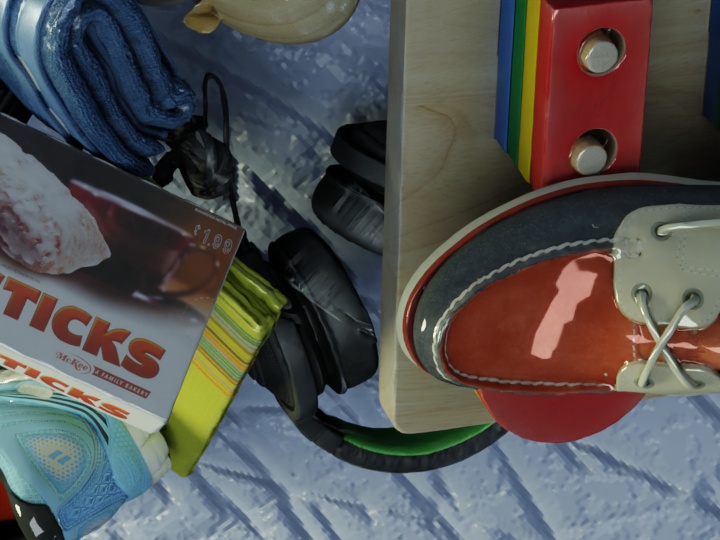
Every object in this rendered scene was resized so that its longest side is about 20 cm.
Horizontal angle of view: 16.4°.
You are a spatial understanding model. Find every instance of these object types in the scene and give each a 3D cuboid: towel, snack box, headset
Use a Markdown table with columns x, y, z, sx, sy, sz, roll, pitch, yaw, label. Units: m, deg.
| x | y | z | sx | sy | sz | roll | pitch | yaw | label |
| --- | --- | --- | --- | --- | --- | --- | --- | --- | --- |
| -0.138 | -0.119 | 0.827 | 0.048 | 0.200 | 0.112 | -40 | 152 | -7 | towel |
| -0.140 | -0.022 | 0.796 | 0.199 | 0.072 | 0.024 | 25 | 160 | -10 | snack box |
| 0.000 | 0.000 | 0.913 | 0.200 | 0.094 | 0.124 | 39 | 94 | -29 | headset |
| -0.077 | 0.020 | 0.927 | 0.086 | 0.018 | 0.200 | 45 | 158 | 5 | towel |

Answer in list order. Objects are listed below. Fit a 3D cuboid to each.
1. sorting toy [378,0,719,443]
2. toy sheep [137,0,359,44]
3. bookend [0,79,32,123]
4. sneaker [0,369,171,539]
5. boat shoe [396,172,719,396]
| x | y | z | sx | sy | sz | roll | pitch | yaw | label |
| --- | --- | --- | --- | --- | --- | --- | --- | --- | --- |
| 0.113 | -0.030 | 0.863 | 0.199 | 0.070 | 0.200 | -8 | 121 | -15 | sorting toy |
| -0.058 | -0.164 | 0.827 | 0.138 | 0.138 | 0.201 | -29 | 83 | 23 | toy sheep |
| -0.232 | -0.068 | 0.871 | 0.092 | 0.199 | 0.200 | -35 | 107 | 25 | bookend |
| -0.175 | 0.080 | 0.993 | 0.199 | 0.090 | 0.079 | -6 | 121 | 37 | sneaker |
| 0.112 | 0.009 | 0.806 | 0.199 | 0.063 | 0.071 | -8 | 124 | -13 | boat shoe |
